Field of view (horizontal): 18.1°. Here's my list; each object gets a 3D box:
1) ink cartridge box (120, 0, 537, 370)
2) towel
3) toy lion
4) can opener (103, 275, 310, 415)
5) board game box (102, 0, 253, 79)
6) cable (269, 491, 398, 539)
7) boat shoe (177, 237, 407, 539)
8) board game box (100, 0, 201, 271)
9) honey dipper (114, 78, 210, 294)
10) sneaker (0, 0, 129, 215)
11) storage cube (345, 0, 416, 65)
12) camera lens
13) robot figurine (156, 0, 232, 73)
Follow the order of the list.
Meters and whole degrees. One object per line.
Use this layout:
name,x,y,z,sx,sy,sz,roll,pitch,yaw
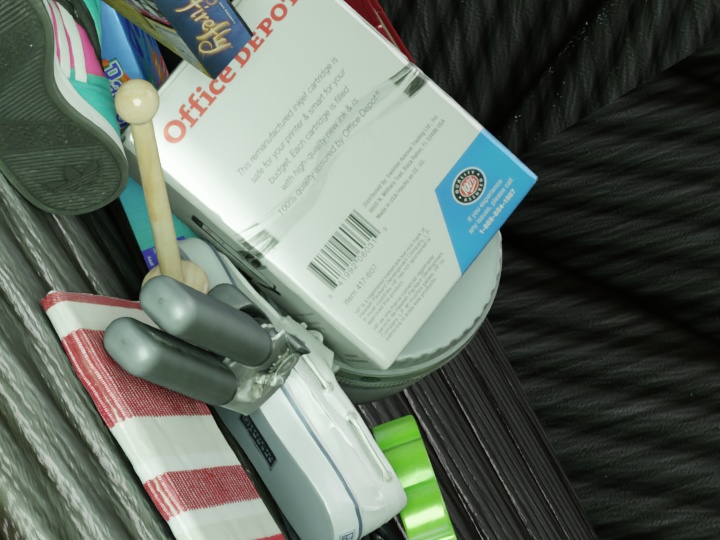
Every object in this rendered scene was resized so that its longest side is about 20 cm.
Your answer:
ink cartridge box,-0.024,-0.061,1.299,0.200,0.146,0.084,42,-10,-9
towel,-0.085,0.101,1.111,0.200,0.023,0.144,59,8,9
toy lion,0.053,0.190,1.379,0.200,0.068,0.192,72,-2,-62
can opener,-0.083,0.033,1.154,0.067,0.053,0.200,43,4,21
board game box,-0.155,-0.190,1.188,0.200,0.035,0.136,37,-8,33
cable,-0.018,0.130,1.386,0.200,0.051,0.163,62,6,27
boat shoe,-0.044,0.065,1.293,0.201,0.065,0.074,61,-29,9
board game box,-0.144,-0.112,1.391,0.152,0.045,0.201,-103,173,-72
honey dipper,-0.103,-0.028,1.181,0.200,0.038,0.038,86,-17,-50
sneaker,-0.178,-0.129,1.134,0.200,0.083,0.121,65,4,-53
storage cube,-0.038,-0.143,1.945,0.171,0.179,0.200,56,6,-34
camera lens,0.000,0.000,1.454,0.160,0.160,0.200,60,-12,3
robot figurine,-0.110,-0.136,1.558,0.200,0.125,0.150,60,6,13
